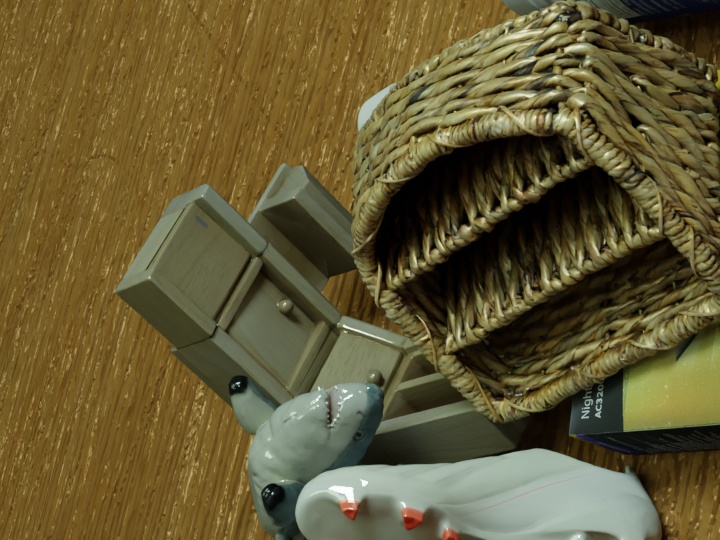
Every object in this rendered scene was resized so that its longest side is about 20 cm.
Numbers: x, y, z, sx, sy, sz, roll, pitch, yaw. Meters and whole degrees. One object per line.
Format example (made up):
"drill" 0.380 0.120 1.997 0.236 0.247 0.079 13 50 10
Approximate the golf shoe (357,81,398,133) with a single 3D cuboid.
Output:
"golf shoe" 0.040 -0.096 1.184 0.200 0.094 0.078 23 94 56

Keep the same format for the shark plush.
"shark plush" -0.021 0.140 1.109 0.091 0.083 0.201 -114 12 -46

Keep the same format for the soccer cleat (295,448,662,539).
"soccer cleat" 0.062 0.129 0.975 0.078 0.199 0.070 -94 14 -53

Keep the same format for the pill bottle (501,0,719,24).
"pill bottle" 0.166 -0.202 1.045 0.199 0.115 0.117 0 74 53

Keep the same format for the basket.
"basket" 0.083 -0.028 0.959 0.200 0.142 0.150 -31 49 46

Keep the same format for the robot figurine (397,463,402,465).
"robot figurine" 0.036 0.196 1.033 0.169 0.113 0.200 -34 41 0

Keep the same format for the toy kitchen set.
"toy kitchen set" 0.000 0.000 1.118 0.180 0.200 0.164 -19 34 48

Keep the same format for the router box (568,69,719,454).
"router box" 0.193 -0.007 0.970 0.157 0.052 0.201 -13 64 51
